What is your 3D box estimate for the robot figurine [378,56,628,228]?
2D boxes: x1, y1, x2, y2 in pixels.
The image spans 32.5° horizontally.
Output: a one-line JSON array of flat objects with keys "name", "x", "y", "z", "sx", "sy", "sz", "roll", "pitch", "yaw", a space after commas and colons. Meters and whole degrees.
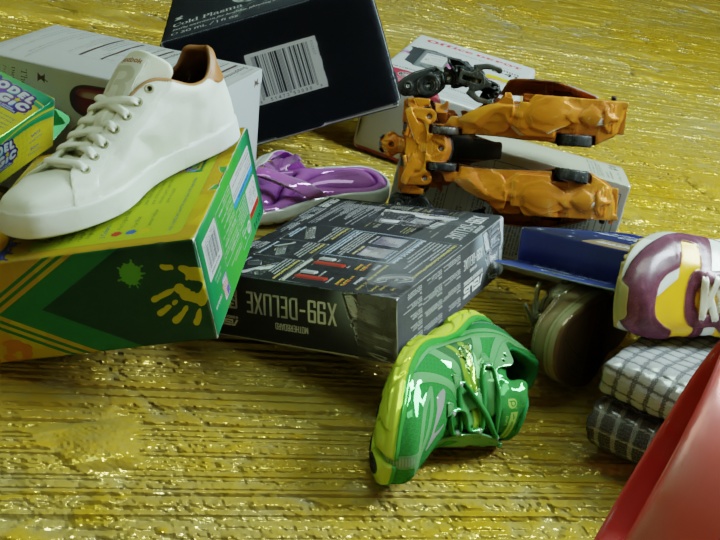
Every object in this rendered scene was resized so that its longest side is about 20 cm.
[{"name": "robot figurine", "x": 0.113, "y": -0.096, "z": 1.008, "sx": 0.197, "sy": 0.147, "sz": 0.058, "roll": 5, "pitch": 7, "yaw": 1}]

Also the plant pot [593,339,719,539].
[{"name": "plant pot", "x": 0.212, "y": 0.160, "z": 0.621, "sx": 0.176, "sy": 0.202, "sz": 0.200, "roll": 30, "pitch": 29, "yaw": 12}]

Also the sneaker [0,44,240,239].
[{"name": "sneaker", "x": -0.161, "y": -0.091, "z": 0.794, "sx": 0.072, "sy": 0.086, "sz": 0.200, "roll": 10, "pitch": 33, "yaw": 33}]

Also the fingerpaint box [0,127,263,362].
[{"name": "fingerpaint box", "x": -0.164, "y": -0.020, "z": 0.833, "sx": 0.165, "sy": 0.074, "sz": 0.201, "roll": -7, "pitch": 25, "yaw": 7}]

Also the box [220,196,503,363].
[{"name": "box", "x": 0.000, "y": 0.000, "z": 0.914, "sx": 0.156, "sy": 0.050, "sz": 0.200, "roll": 8, "pitch": 21, "yaw": 25}]

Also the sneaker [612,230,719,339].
[{"name": "sneaker", "x": 0.260, "y": 0.014, "z": 0.868, "sx": 0.198, "sy": 0.076, "sz": 0.090, "roll": -8, "pitch": 18, "yaw": -42}]

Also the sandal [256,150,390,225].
[{"name": "sandal", "x": -0.061, "y": -0.083, "z": 1.092, "sx": 0.201, "sy": 0.050, "sz": 0.082, "roll": -9, "pitch": 33, "yaw": -37}]

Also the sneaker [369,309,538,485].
[{"name": "sneaker", "x": 0.067, "y": 0.081, "z": 0.811, "sx": 0.083, "sy": 0.075, "sz": 0.200, "roll": 22, "pitch": 28, "yaw": 19}]

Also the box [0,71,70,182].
[{"name": "box", "x": -0.304, "y": -0.096, "z": 0.869, "sx": 0.116, "sy": 0.049, "sz": 0.200, "roll": 26, "pitch": 39, "yaw": 11}]

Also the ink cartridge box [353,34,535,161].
[{"name": "ink cartridge box", "x": 0.094, "y": -0.174, "z": 1.314, "sx": 0.146, "sy": 0.086, "sz": 0.200, "roll": 19, "pitch": 28, "yaw": 10}]

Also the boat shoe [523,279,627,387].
[{"name": "boat shoe", "x": 0.164, "y": 0.039, "z": 0.959, "sx": 0.062, "sy": 0.074, "sz": 0.200, "roll": 17, "pitch": 13, "yaw": 23}]

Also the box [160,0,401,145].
[{"name": "box", "x": -0.076, "y": -0.220, "z": 1.191, "sx": 0.198, "sy": 0.125, "sz": 0.197, "roll": -15, "pitch": 26, "yaw": 3}]

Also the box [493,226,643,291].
[{"name": "box", "x": 0.210, "y": -0.008, "z": 0.963, "sx": 0.199, "sy": 0.033, "sz": 0.120, "roll": 0, "pitch": 11, "yaw": -44}]

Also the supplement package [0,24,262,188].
[{"name": "supplement package", "x": -0.191, "y": -0.117, "z": 0.990, "sx": 0.198, "sy": 0.115, "sz": 0.110, "roll": 14, "pitch": 26, "yaw": 18}]

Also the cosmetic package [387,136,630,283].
[{"name": "cosmetic package", "x": 0.125, "y": -0.061, "z": 1.084, "sx": 0.198, "sy": 0.105, "sz": 0.073, "roll": 16, "pitch": 19, "yaw": 1}]

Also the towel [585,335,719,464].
[{"name": "towel", "x": 0.270, "y": 0.102, "z": 0.867, "sx": 0.164, "sy": 0.087, "sz": 0.199, "roll": 21, "pitch": 21, "yaw": 31}]
